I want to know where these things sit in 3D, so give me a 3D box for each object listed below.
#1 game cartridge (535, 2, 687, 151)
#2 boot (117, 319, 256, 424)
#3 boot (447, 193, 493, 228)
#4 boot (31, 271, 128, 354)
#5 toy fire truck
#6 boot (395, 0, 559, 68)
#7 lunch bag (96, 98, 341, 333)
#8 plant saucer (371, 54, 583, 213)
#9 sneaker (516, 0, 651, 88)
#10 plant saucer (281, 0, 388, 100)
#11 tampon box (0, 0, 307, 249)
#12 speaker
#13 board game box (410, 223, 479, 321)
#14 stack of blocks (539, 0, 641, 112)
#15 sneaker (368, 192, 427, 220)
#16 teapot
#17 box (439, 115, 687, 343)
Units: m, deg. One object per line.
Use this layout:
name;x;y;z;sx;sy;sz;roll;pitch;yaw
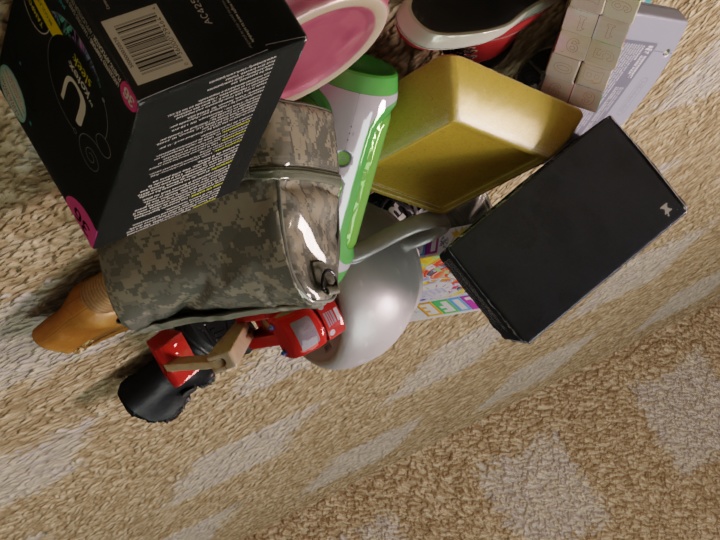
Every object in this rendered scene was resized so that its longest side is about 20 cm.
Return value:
game cartridge;0.241;-0.190;1.674;0.133;0.041;0.200;3;132;-42
boot;-0.216;0.116;1.936;0.168;0.076;0.200;-38;171;10
boot;0.141;-0.080;1.902;0.068;0.131;0.200;-23;163;-32
boot;-0.228;0.030;1.672;0.144;0.071;0.201;-33;163;33
toy fire truck;-0.118;0.067;1.658;0.141;0.049;0.200;-35;-161;-24
boot;0.088;-0.211;1.488;0.200;0.072;0.144;-24;166;-39
lunch bag;-0.117;-0.041;1.326;0.200;0.168;0.139;-8;174;25
plant saucer;0.078;-0.114;1.535;0.200;0.049;0.200;-26;151;38
sneaker;0.240;-0.224;1.749;0.080;0.078;0.200;-29;168;-46
plant saucer;-0.054;-0.189;1.307;0.200;0.051;0.201;-29;165;-9
tampon box;-0.145;-0.138;1.091;0.126;0.150;0.200;-24;164;-27
speaker;-0.027;-0.091;1.458;0.088;0.088;0.200;-13;125;-51
board game box;0.089;0.006;1.901;0.200;0.034;0.134;-11;147;34
stack of blocks;0.216;-0.237;1.483;0.200;0.058;0.115;104;5;-52
sneaker;0.065;-0.078;1.807;0.200;0.073;0.112;-36;-174;23
teapot;0.000;0.000;1.719;0.146;0.200;0.198;-19;123;-27
box;0.191;-0.034;1.603;0.200;0.124;0.197;-40;180;-1
